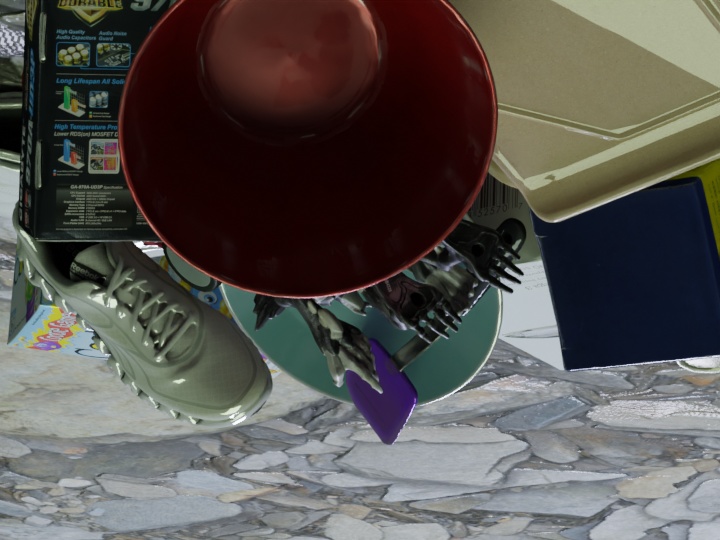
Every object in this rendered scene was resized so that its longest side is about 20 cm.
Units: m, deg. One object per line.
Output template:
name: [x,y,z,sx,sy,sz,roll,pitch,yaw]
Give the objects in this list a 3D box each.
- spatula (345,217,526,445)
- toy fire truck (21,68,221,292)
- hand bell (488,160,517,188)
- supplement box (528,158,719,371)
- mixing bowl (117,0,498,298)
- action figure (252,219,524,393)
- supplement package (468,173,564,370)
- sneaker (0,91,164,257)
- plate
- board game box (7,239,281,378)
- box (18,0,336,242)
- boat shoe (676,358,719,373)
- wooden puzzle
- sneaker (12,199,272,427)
spatula: [0.048,0.034,1.696,0.021,0.057,0.200,-16,152,-50]
toy fire truck: [-0.137,-0.087,1.666,0.200,0.129,0.176,-1,128,53]
hand bell: [0.086,-0.143,1.554,0.104,0.104,0.200,-4,147,20]
supplement box: [0.196,-0.023,1.662,0.109,0.109,0.200,-7,-166,27]
mixing bowl: [-0.033,-0.096,1.451,0.200,0.108,0.200,-3,116,-6]
action figure: [0.010,0.012,1.617,0.102,0.119,0.200,53,160,-18]
supplement package: [0.131,-0.021,1.803,0.117,0.117,0.200,-12,155,34]
sneaker: [-0.185,-0.063,1.801,0.200,0.074,0.116,12,162,-19]
plate: [0.000,0.000,1.728,0.200,0.026,0.200,12,125,18]
board game box: [-0.144,0.008,1.947,0.200,0.103,0.105,10,159,-18]
box: [-0.091,-0.097,1.527,0.200,0.159,0.046,-1,-168,-18]
boat shoe: [0.265,-0.015,1.871,0.075,0.068,0.200,13,137,-15]
wooden puzzle: [0.123,-0.131,1.495,0.185,0.037,0.200,-22,122,31]
sneaker: [-0.140,0.022,1.644,0.200,0.075,0.081,38,170,15]
